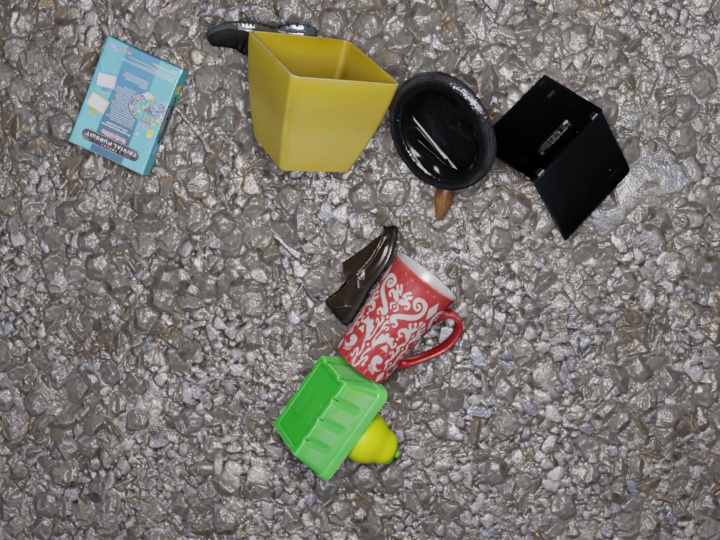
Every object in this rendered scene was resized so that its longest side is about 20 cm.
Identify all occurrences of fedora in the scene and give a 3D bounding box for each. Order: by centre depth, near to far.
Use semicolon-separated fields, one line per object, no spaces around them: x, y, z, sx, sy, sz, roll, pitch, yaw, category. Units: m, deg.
0.145;-0.237;1.633;0.198;0.092;0.204;13;121;22;fedora

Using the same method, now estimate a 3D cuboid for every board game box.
-0.417;-0.296;1.790;0.149;0.047;0.203;24;98;2;board game box

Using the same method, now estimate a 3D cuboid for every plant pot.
-0.082;-0.275;1.672;0.197;0.200;0.179;-1;122;-30;plant pot

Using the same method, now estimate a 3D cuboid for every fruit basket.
-0.024;0.274;1.796;0.213;0.155;0.219;-18;128;-24;fruit basket

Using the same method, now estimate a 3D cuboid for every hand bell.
0.162;-0.187;1.745;0.102;0.104;0.203;15;109;3;hand bell

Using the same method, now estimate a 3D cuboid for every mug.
0.074;0.101;1.748;0.177;0.133;0.201;39;99;8;mug

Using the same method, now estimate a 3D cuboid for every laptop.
0.336;-0.197;1.720;0.199;0.116;0.187;38;72;26;laptop

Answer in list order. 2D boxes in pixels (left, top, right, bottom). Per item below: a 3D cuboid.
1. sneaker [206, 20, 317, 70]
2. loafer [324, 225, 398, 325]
-0.175;-0.393;1.745;0.196;0.073;0.084;3;99;5;sneaker
0.000;0.000;1.774;0.071;0.073;0.202;31;98;-1;loafer
